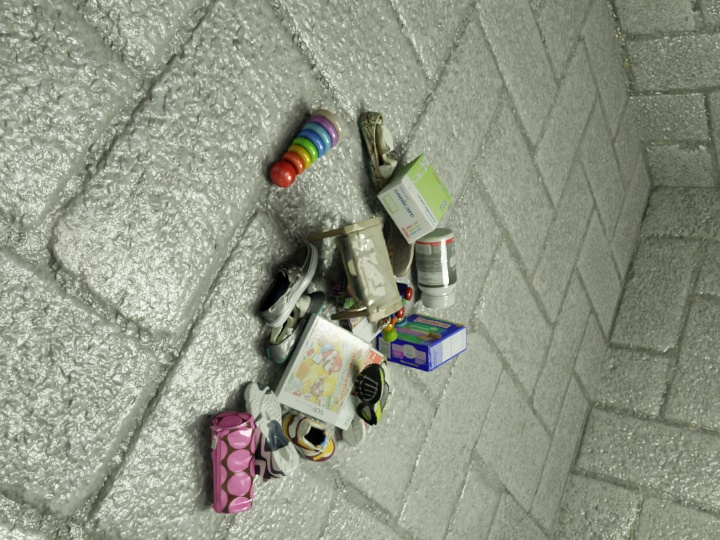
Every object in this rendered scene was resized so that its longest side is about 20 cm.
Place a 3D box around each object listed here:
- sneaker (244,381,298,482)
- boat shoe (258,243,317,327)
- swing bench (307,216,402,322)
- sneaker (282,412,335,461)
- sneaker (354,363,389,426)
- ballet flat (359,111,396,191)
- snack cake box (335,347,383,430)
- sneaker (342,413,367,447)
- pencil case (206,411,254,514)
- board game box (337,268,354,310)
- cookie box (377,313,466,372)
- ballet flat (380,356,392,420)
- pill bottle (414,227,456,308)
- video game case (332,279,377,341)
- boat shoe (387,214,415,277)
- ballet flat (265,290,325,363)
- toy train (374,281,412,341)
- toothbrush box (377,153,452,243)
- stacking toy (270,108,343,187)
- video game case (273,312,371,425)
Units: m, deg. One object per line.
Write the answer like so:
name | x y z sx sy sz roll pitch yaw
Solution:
sneaker | -0.212 0.347 1.407 0.079 0.129 0.202 -16 70 -49
boat shoe | -0.159 0.020 1.434 0.203 0.069 0.066 -61 139 -16
swing bench | 0.001 -0.003 1.472 0.127 0.199 0.204 -18 96 -28
sneaker | -0.101 0.394 1.540 0.200 0.089 0.076 44 61 -46
sneaker | 0.031 0.273 1.567 0.081 0.073 0.203 -53 160 -38
ballet flat | 0.051 -0.290 1.651 0.068 0.074 0.204 -38 124 -43
snack cake box | -0.038 0.261 1.592 0.115 0.066 0.203 37 78 -47
sneaker | -0.009 0.333 1.689 0.082 0.075 0.205 17 82 -79
pencil case | -0.258 0.385 1.336 0.093 0.089 0.206 -24 116 -63
board game box | 0.000 0.000 1.619 0.104 0.023 0.205 20 77 -52
cookie box | 0.166 0.189 1.798 0.198 0.168 0.077 -18 113 -50
ballet flat | 0.053 0.310 1.753 0.067 0.061 0.205 -32 120 -45
pill bottle | 0.211 -0.006 1.872 0.113 0.112 0.205 -26 115 -47
video game case | 0.018 0.077 1.693 0.199 0.035 0.185 -40 125 -42
boat shoe | 0.113 -0.075 1.744 0.072 0.074 0.205 44 46 -57
ballet flat | -0.144 0.106 1.462 0.202 0.072 0.074 -56 135 -28
toy train | 0.067 0.129 1.653 0.201 0.083 0.118 -60 153 -47
toothbrush box | 0.141 -0.185 1.700 0.147 0.085 0.201 54 32 -12
stacking toy | -0.119 -0.251 1.435 0.201 0.084 0.086 -54 134 -27
video game case | -0.080 0.220 1.483 0.181 0.023 0.203 31 82 -37
